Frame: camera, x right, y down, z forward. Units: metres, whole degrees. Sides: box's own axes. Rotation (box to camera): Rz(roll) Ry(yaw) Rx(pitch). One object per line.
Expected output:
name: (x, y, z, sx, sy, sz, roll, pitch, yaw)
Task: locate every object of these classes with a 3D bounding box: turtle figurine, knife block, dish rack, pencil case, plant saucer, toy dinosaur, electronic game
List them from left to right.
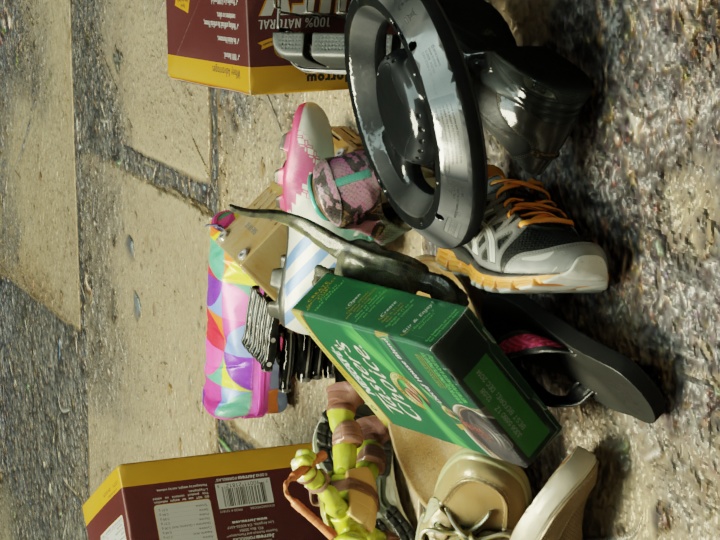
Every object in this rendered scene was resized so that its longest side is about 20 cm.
pencil case: (-0.101, 0.039, 1.942, 0.088, 0.088, 0.200, -135, 44, -57)
knife block: (-0.028, 0.003, 1.806, 0.200, 0.176, 0.064, -46, 33, -2)
toy dinosaur: (0.000, 0.000, 1.568, 0.088, 0.200, 0.048, 82, -148, -67)
turtle figurine: (0.001, 0.178, 1.678, 0.064, 0.200, 0.161, -26, 40, 33)
dish rack: (0.008, -0.246, 1.576, 0.153, 0.055, 0.200, 4, 92, 26)
electronic game: (0.038, -0.111, 1.441, 0.200, 0.042, 0.200, 164, 90, -74)
plant saucer: (0.071, 0.086, 1.603, 0.200, 0.035, 0.201, 175, 90, -66)

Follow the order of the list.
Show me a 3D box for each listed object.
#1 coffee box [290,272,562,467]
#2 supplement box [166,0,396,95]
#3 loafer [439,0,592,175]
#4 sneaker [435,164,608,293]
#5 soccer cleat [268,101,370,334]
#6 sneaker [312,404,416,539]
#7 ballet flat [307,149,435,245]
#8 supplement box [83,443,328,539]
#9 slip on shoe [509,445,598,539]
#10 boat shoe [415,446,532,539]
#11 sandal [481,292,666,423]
coffee box: (0.042, 0.068, 1.482, 0.123, 0.044, 0.200, 51, 162, -26)
supplement box: (-0.066, -0.251, 1.729, 0.197, 0.133, 0.200, -160, 67, -65)
loafer: (0.073, -0.139, 1.462, 0.200, 0.073, 0.072, 45, 127, 42)
sneaker: (0.106, -0.027, 1.449, 0.200, 0.078, 0.077, -159, 74, -64)
soccer cleat: (-0.023, -0.039, 1.700, 0.070, 0.086, 0.200, -67, -17, -61)
sneaker: (0.003, 0.214, 1.767, 0.089, 0.077, 0.200, 110, 154, -69)
ballet flat: (0.019, -0.059, 1.620, 0.200, 0.071, 0.069, 11, -115, -75)
supplement box: (-0.117, 0.272, 1.858, 0.133, 0.197, 0.200, 134, 128, -61)
slip on shoe: (0.130, 0.203, 1.465, 0.061, 0.076, 0.200, 32, 125, 13)
boat shoe: (0.074, 0.204, 1.538, 0.200, 0.073, 0.063, 101, -166, -47)
sandal: (0.127, 0.062, 1.416, 0.075, 0.045, 0.200, 51, 170, -28)
